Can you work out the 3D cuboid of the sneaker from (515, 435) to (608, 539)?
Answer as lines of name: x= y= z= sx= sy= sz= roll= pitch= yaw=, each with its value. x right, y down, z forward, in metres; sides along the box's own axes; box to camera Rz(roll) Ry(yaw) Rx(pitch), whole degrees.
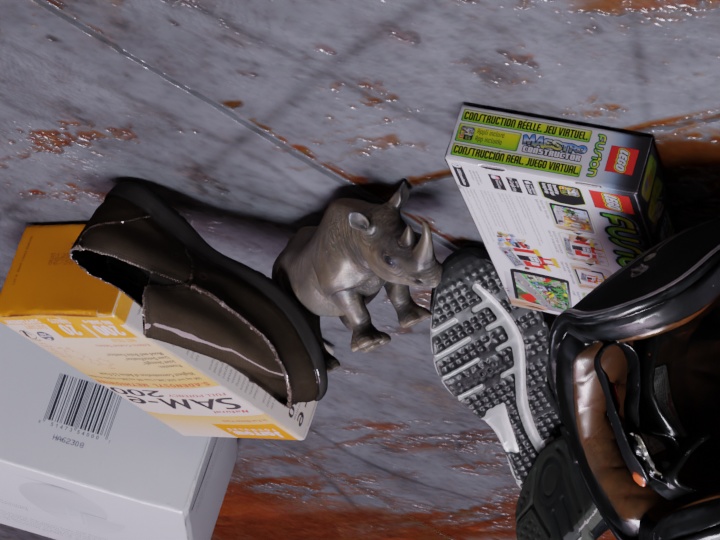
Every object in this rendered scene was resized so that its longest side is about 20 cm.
sneaker: x=0.181 y=0.121 z=1.729 sx=0.114 sy=0.076 sz=0.199 roll=15 pitch=133 yaw=-31

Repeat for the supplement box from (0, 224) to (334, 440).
supplement box: x=-0.133 y=0.044 z=1.938 sx=0.126 sy=0.074 sz=0.200 roll=-1 pitch=153 yaw=44

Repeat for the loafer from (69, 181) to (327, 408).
loafer: x=-0.103 y=0.027 z=1.762 sx=0.200 sy=0.071 sz=0.073 roll=37 pitch=150 yaw=26

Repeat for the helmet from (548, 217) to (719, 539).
helmet: x=0.215 y=0.059 z=1.514 sx=0.191 sy=0.200 sz=0.200 roll=-19 pitch=164 yaw=-12

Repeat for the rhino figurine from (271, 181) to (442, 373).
rhino figurine: x=0.000 y=0.000 z=1.706 sx=0.087 sy=0.060 sz=0.200 roll=64 pitch=155 yaw=4

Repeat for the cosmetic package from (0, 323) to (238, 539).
cosmetic package: x=-0.204 y=0.130 z=2.155 sx=0.199 sy=0.123 sz=0.200 roll=16 pitch=159 yaw=4

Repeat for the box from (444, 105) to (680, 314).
box: x=0.122 y=-0.024 z=1.597 sx=0.110 sy=0.035 sz=0.200 roll=11 pitch=159 yaw=18

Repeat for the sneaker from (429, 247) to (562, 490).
sneaker: x=0.091 y=0.059 z=1.773 sx=0.074 sy=0.080 sz=0.200 roll=-21 pitch=126 yaw=7
